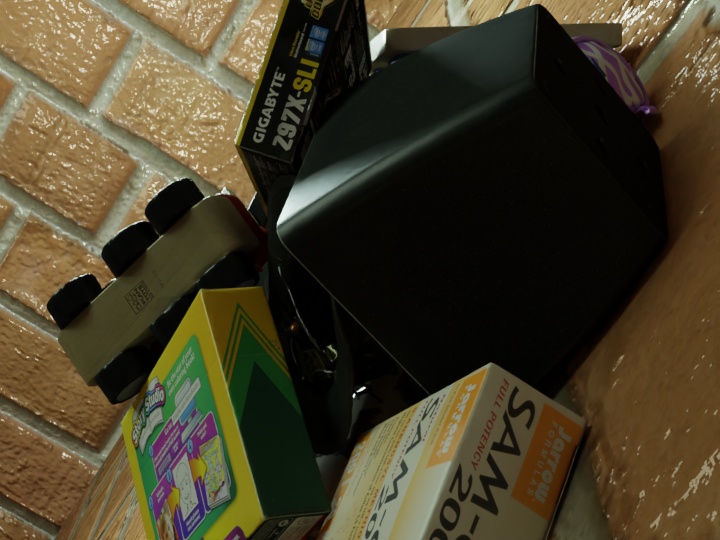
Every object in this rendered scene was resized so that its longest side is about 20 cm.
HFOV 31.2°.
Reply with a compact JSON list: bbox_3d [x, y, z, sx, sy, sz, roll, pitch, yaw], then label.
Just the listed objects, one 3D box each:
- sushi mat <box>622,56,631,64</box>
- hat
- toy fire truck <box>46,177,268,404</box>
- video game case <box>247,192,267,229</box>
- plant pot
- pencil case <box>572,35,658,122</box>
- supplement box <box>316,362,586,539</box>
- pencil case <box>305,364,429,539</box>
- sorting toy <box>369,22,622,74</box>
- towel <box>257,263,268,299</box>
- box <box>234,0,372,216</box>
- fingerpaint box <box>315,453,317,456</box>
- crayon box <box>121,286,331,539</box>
[{"bbox_3d":[0.158,-0.079,1.058,0.201,0.012,0.096,-53,12,29],"label":"sushi mat"},{"bbox_3d":[-0.009,0.028,0.925,0.200,0.080,0.204,172,90,-73],"label":"hat"},{"bbox_3d":[-0.144,0.004,1.066,0.176,0.129,0.200,-42,-13,15],"label":"toy fire truck"},{"bbox_3d":[-0.122,0.028,1.221,0.200,0.025,0.182,108,-175,-67],"label":"video game case"},{"bbox_3d":[0.090,-0.051,0.847,0.177,0.200,0.201,-35,20,26],"label":"plant pot"},{"bbox_3d":[0.136,-0.084,0.977,0.084,0.086,0.200,-27,-18,-52],"label":"pencil case"},{"bbox_3d":[0.041,0.149,0.786,0.200,0.073,0.127,-40,22,60],"label":"supplement box"},{"bbox_3d":[0.003,0.142,0.976,0.089,0.078,0.202,-7,51,58],"label":"pencil case"},{"bbox_3d":[0.105,-0.167,1.129,0.200,0.196,0.071,-160,68,-82],"label":"sorting toy"},{"bbox_3d":[0.000,0.000,1.149,0.201,0.170,0.048,-57,-33,-2],"label":"towel"},{"bbox_3d":[-0.038,-0.129,0.991,0.200,0.049,0.162,75,-147,-76],"label":"box"},{"bbox_3d":[-0.085,0.167,1.105,0.199,0.073,0.168,26,87,56],"label":"fingerpaint box"},{"bbox_3d":[-0.105,0.139,0.939,0.200,0.058,0.174,-52,47,47],"label":"crayon box"}]
